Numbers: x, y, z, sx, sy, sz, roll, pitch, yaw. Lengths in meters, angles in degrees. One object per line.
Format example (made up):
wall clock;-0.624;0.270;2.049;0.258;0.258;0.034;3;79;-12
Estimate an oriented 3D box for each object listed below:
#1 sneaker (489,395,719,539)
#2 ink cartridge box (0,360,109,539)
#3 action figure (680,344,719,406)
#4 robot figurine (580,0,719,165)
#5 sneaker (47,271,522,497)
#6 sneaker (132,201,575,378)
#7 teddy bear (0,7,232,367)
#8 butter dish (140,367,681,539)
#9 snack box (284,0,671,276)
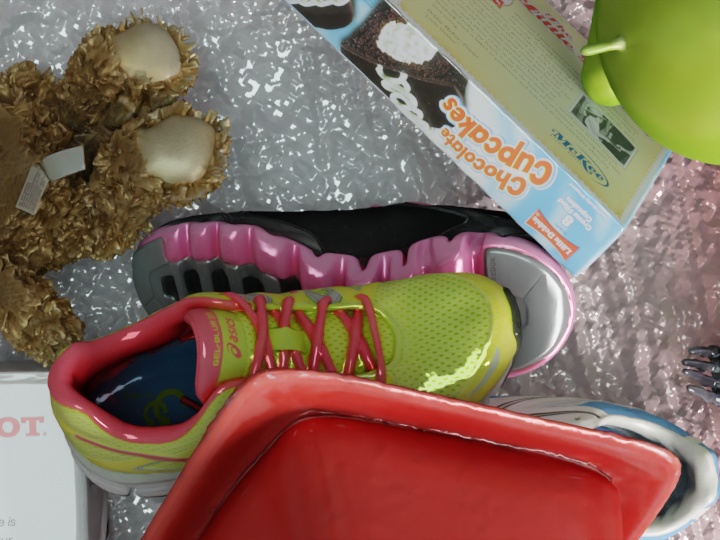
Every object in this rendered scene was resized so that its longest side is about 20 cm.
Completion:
sneaker;0.065;0.085;0.936;0.199;0.072;0.072;2;76;-26
ink cartridge box;-0.187;0.141;0.969;0.144;0.084;0.201;-1;94;1
action figure;0.237;0.049;0.908;0.200;0.102;0.119;-22;81;38
robot figurine;0.176;-0.107;0.897;0.175;0.200;0.116;-7;97;40
sneaker;-0.034;0.041;0.864;0.199;0.090;0.078;-16;64;7
sneaker;0.000;0.000;0.962;0.199;0.095;0.079;4;117;11
teddy bear;-0.142;-0.030;0.954;0.200;0.067;0.145;-46;64;7
butter dish;0.015;0.155;0.841;0.199;0.148;0.200;13;131;-24
snack box;0.046;-0.098;0.936;0.200;0.116;0.037;44;122;-2
